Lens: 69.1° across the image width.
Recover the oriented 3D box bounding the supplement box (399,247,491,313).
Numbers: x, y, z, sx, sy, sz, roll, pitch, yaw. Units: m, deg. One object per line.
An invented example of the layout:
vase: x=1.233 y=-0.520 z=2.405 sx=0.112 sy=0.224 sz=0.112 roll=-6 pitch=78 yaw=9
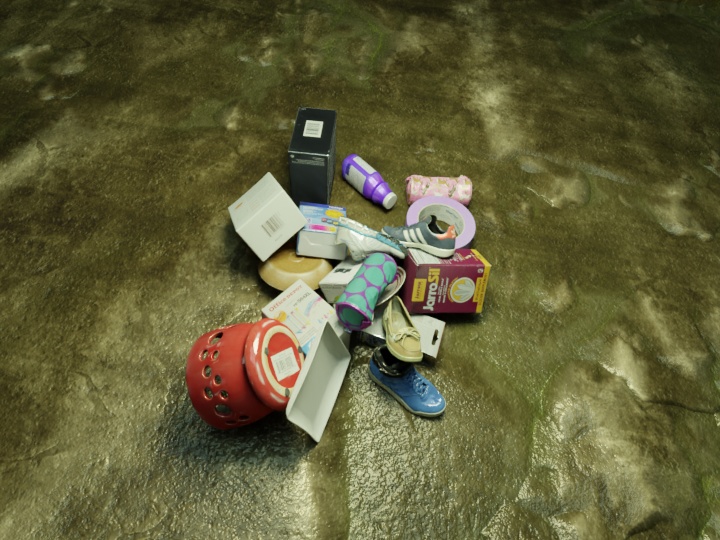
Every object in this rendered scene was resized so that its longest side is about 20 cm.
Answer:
supplement box: x=0.206 y=0.024 z=1.293 sx=0.194 sy=0.135 sz=0.104 roll=0 pitch=25 yaw=-13

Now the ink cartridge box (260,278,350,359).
ink cartridge box: x=-0.134 y=0.135 z=1.202 sx=0.199 sy=0.127 sz=0.128 roll=39 pitch=58 yaw=22

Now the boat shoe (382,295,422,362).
boat shoe: x=0.092 y=0.129 z=1.159 sx=0.071 sy=0.065 sz=0.202 roll=3 pitch=25 yaw=-9

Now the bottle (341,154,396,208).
bottle: x=0.026 y=-0.260 z=1.552 sx=0.065 sy=0.085 sz=0.200 roll=-32 pitch=60 yaw=-28

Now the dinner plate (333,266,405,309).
dinner plate: x=0.025 y=0.053 z=1.289 sx=0.196 sy=0.025 sz=0.201 roll=-24 pitch=21 yaw=10

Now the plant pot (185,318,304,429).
plant pot: x=-0.221 y=0.199 z=1.056 sx=0.179 sy=0.200 sz=0.205 roll=-22 pitch=46 yaw=25

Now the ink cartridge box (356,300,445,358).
ink cartridge box: x=0.098 y=0.146 z=1.267 sx=0.195 sy=0.051 sz=0.110 roll=19 pitch=52 yaw=8

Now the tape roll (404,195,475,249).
tape roll: x=0.222 y=-0.116 z=1.474 sx=0.193 sy=0.067 sz=0.204 roll=3 pitch=51 yaw=-4

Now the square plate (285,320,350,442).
square plate: x=-0.086 y=0.228 z=1.068 sx=0.028 sy=0.201 sz=0.202 roll=13 pitch=65 yaw=22

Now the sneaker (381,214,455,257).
sneaker: x=0.144 y=-0.100 z=1.282 sx=0.195 sy=0.087 sz=0.075 roll=15 pitch=22 yaw=23

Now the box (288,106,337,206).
box: x=-0.136 y=-0.322 z=1.509 sx=0.119 sy=0.201 sz=0.204 roll=5 pitch=51 yaw=1

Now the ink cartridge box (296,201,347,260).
ink cartridge box: x=-0.104 y=-0.116 z=1.400 sx=0.132 sy=0.078 sz=0.202 roll=6 pitch=29 yaw=-9

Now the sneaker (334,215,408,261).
sneaker: x=0.023 y=-0.057 z=1.266 sx=0.196 sy=0.089 sz=0.075 roll=24 pitch=9 yaw=22

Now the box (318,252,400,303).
box: x=0.000 y=0.000 z=1.321 sx=0.115 sy=0.061 sz=0.200 roll=-3 pitch=32 yaw=46

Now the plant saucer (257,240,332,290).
plant saucer: x=-0.166 y=-0.022 z=1.347 sx=0.194 sy=0.036 sz=0.203 roll=6 pitch=37 yaw=-4

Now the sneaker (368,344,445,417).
sneaker: x=0.107 y=0.239 z=1.156 sx=0.197 sy=0.113 sz=0.077 roll=33 pitch=55 yaw=19

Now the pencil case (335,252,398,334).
pencil case: x=0.017 y=0.046 z=1.170 sx=0.091 sy=0.086 sz=0.201 roll=35 pitch=44 yaw=-2

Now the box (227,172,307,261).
box: x=-0.241 y=-0.142 z=1.335 sx=0.151 sy=0.107 sz=0.200 roll=-40 pitch=30 yaw=0

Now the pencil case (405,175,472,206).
pencil case: x=0.231 y=-0.237 z=1.558 sx=0.193 sy=0.084 sz=0.088 roll=0 pitch=51 yaw=-5
